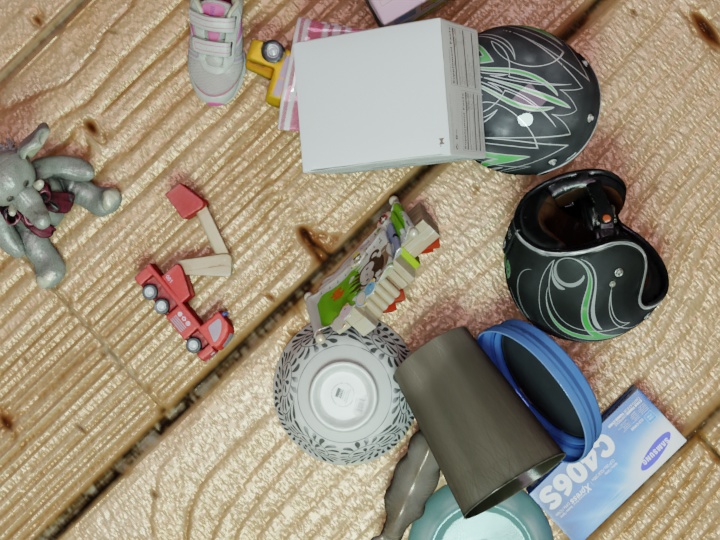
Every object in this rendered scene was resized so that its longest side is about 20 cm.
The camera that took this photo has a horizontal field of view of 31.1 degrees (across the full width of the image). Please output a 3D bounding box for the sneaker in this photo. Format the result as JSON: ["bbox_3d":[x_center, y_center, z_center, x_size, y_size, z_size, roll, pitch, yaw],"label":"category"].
[{"bbox_3d":[-0.191,-0.317,1.681,0.080,0.088,0.203,1,91,2],"label":"sneaker"}]

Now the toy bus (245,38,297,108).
[{"bbox_3d":[-0.056,-0.237,1.689,0.197,0.065,0.079,19,93,1],"label":"toy bus"}]

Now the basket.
[{"bbox_3d":[0.140,0.183,1.613,0.136,0.179,0.201,-43,69,31],"label":"basket"}]

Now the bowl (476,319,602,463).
[{"bbox_3d":[0.224,0.148,1.623,0.039,0.201,0.202,-35,89,-21],"label":"bowl"}]

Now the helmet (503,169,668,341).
[{"bbox_3d":[0.280,-0.006,1.611,0.197,0.201,0.192,-18,133,2],"label":"helmet"}]

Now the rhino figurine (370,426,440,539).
[{"bbox_3d":[0.060,0.294,1.679,0.059,0.087,0.202,23,91,2],"label":"rhino figurine"}]

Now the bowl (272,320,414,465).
[{"bbox_3d":[-0.021,0.159,1.677,0.197,0.094,0.204,0,91,3],"label":"bowl"}]

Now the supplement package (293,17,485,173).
[{"bbox_3d":[0.034,-0.203,1.538,0.197,0.111,0.158,-4,91,28],"label":"supplement package"}]

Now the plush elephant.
[{"bbox_3d":[-0.426,-0.098,1.656,0.165,0.155,0.200,-43,90,2],"label":"plush elephant"}]

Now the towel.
[{"bbox_3d":[0.001,-0.234,1.640,0.197,0.030,0.149,11,92,2],"label":"towel"}]

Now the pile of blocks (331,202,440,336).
[{"bbox_3d":[0.038,0.008,1.686,0.062,0.082,0.201,42,84,-20],"label":"pile of blocks"}]

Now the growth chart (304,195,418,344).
[{"bbox_3d":[0.000,0.000,1.659,0.018,0.145,0.200,41,94,-25],"label":"growth chart"}]

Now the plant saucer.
[{"bbox_3d":[0.159,0.375,1.702,0.197,0.036,0.203,0,91,2],"label":"plant saucer"}]

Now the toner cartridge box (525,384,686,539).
[{"bbox_3d":[0.320,0.254,1.692,0.200,0.043,0.095,-45,90,2],"label":"toner cartridge box"}]

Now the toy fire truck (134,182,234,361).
[{"bbox_3d":[-0.218,0.002,1.704,0.141,0.049,0.201,-40,89,1],"label":"toy fire truck"}]

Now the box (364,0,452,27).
[{"bbox_3d":[0.092,-0.398,1.658,0.198,0.112,0.102,-30,89,4],"label":"box"}]

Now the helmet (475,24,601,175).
[{"bbox_3d":[0.197,-0.212,1.617,0.197,0.191,0.203,0,91,3],"label":"helmet"}]
